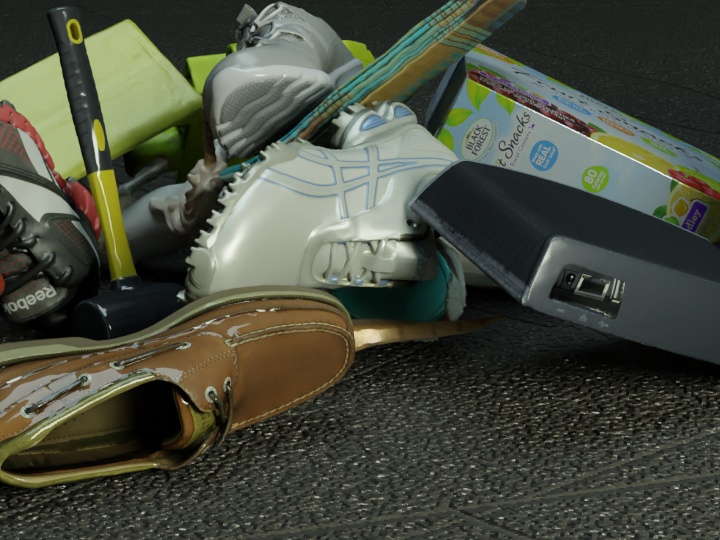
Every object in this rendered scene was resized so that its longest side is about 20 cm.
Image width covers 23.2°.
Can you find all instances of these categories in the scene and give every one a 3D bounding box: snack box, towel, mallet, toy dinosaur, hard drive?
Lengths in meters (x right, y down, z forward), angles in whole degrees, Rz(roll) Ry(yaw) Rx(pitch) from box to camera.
[{"bbox_3d":[0.140,-0.068,1.110,0.200,0.068,0.169,27,15,-4],"label":"snack box"},{"bbox_3d":[0.010,-0.107,1.029,0.200,0.022,0.147,-37,-2,9],"label":"towel"},{"bbox_3d":[-0.134,-0.047,0.970,0.066,0.200,0.041,-2,-9,-43],"label":"mallet"},{"bbox_3d":[-0.038,0.041,0.924,0.200,0.061,0.106,-16,42,-24],"label":"toy dinosaur"},{"bbox_3d":[0.136,-0.001,0.900,0.200,0.042,0.135,15,17,-33],"label":"hard drive"},{"bbox_3d":[-0.199,-0.086,1.097,0.200,0.018,0.086,-33,73,-29],"label":"towel"}]

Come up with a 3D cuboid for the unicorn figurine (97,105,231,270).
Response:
[{"bbox_3d":[-0.114,-0.044,1.120,0.200,0.074,0.137,-35,7,31],"label":"unicorn figurine"}]

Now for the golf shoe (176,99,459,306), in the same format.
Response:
[{"bbox_3d":[-0.006,-0.023,0.906,0.097,0.078,0.200,35,44,20],"label":"golf shoe"}]

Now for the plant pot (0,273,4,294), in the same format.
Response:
[{"bbox_3d":[-0.304,-0.005,0.799,0.176,0.200,0.200,-31,14,6],"label":"plant pot"}]

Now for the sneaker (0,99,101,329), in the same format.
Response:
[{"bbox_3d":[-0.196,-0.027,0.967,0.071,0.098,0.200,-19,-28,9],"label":"sneaker"}]

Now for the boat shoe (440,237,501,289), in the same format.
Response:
[{"bbox_3d":[0.061,-0.035,1.128,0.200,0.069,0.071,14,20,40],"label":"boat shoe"}]

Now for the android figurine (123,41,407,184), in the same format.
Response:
[{"bbox_3d":[-0.064,-0.106,1.228,0.200,0.041,0.182,-6,-27,-18],"label":"android figurine"}]

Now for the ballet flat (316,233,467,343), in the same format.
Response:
[{"bbox_3d":[0.000,0.000,1.027,0.072,0.072,0.200,-15,23,-41],"label":"ballet flat"}]

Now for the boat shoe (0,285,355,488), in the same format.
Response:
[{"bbox_3d":[-0.086,0.062,0.814,0.200,0.072,0.068,-15,32,-21],"label":"boat shoe"}]

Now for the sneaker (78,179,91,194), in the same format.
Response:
[{"bbox_3d":[-0.260,-0.039,1.154,0.200,0.090,0.078,3,-28,35],"label":"sneaker"}]

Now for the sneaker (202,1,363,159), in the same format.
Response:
[{"bbox_3d":[-0.057,-0.121,1.052,0.075,0.082,0.200,-36,-3,15],"label":"sneaker"}]
